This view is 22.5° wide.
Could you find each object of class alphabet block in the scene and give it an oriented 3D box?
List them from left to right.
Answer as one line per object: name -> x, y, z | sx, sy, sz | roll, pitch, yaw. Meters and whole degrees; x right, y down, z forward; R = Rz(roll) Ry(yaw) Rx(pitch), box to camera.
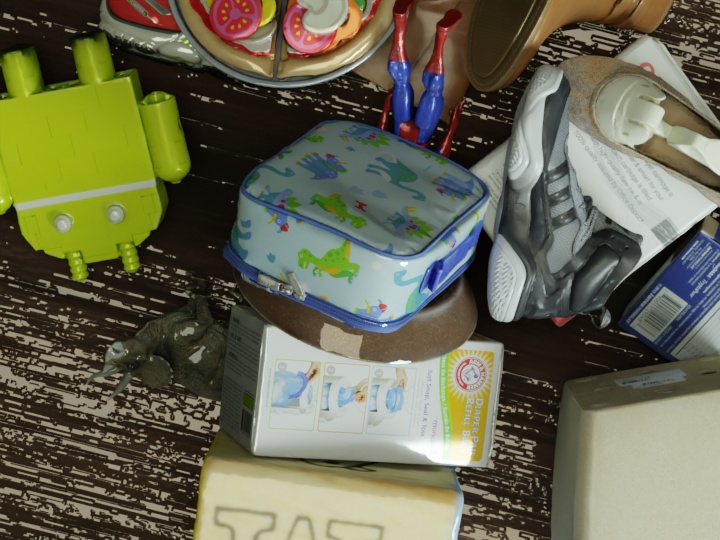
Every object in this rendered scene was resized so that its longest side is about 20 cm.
alphabet block -> -0.033, 0.240, 1.438 | 0.199, 0.195, 0.198 | 8, 93, -1

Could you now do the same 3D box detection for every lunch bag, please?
lunch bag -> 0.003, -0.034, 1.358 | 0.160, 0.200, 0.083 | 23, 118, 15

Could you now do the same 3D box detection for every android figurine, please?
android figurine -> -0.228, -0.090, 1.471 | 0.181, 0.041, 0.201 | -8, 106, 7

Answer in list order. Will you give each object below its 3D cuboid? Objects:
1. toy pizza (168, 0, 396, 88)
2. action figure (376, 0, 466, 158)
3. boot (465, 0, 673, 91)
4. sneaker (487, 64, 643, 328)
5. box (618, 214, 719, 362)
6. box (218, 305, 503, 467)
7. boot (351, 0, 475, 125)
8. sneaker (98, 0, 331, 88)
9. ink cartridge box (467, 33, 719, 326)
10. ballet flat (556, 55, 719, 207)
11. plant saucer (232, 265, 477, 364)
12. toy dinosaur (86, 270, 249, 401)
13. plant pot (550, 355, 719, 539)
toy pizza -> -0.057, -0.243, 1.424 | 0.199, 0.032, 0.202 | -1, 79, 4
action figure -> 0.044, -0.121, 1.443 | 0.065, 0.052, 0.201 | 16, 127, 12
boot -> 0.179, -0.214, 1.436 | 0.154, 0.074, 0.201 | 19, 104, -44
sneaker -> 0.164, -0.053, 1.390 | 0.113, 0.076, 0.201 | 9, 100, 1
box -> 0.325, 0.057, 1.472 | 0.200, 0.032, 0.121 | 36, 127, -1
box -> 0.000, 0.092, 1.439 | 0.199, 0.112, 0.102 | 5, 95, -19
boot -> 0.047, -0.248, 1.478 | 0.188, 0.069, 0.200 | 33, 103, -6
sneaker -> -0.112, -0.201, 1.465 | 0.199, 0.077, 0.085 | 16, 89, -1
ink cartridge box -> 0.194, -0.074, 1.465 | 0.200, 0.084, 0.145 | -37, 92, 4
ballet flat -> 0.238, -0.108, 1.387 | 0.199, 0.067, 0.068 | 27, 93, -1
plant saucer -> 0.000, 0.000, 1.418 | 0.199, 0.201, 0.035 | 17, 123, -1
toy dinosaur -> -0.121, 0.066, 1.492 | 0.199, 0.077, 0.103 | 17, 105, -25
plant pot -> 0.244, 0.172, 1.419 | 0.198, 0.200, 0.178 | -10, 97, 1
